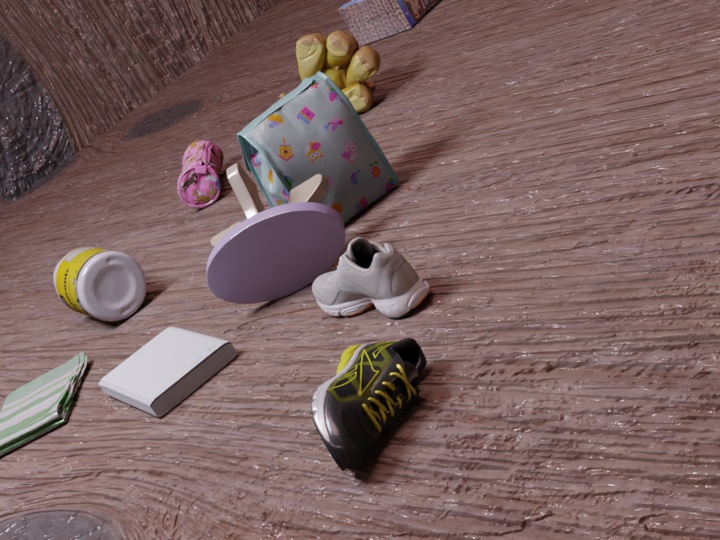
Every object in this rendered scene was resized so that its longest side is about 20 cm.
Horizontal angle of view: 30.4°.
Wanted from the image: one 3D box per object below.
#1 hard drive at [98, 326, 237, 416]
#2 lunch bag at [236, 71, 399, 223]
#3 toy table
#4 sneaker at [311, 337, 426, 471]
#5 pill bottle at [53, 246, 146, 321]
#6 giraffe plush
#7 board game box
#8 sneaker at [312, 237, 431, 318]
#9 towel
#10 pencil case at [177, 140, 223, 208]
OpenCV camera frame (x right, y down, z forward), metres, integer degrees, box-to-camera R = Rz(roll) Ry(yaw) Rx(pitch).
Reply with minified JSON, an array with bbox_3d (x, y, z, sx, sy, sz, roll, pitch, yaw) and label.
[{"bbox_3d":[-0.257,0.129,1.744,0.132,0.026,0.200,-39,20,-22],"label":"hard drive"},{"bbox_3d":[-0.070,-0.164,1.922,0.170,0.200,0.122,-39,21,-18],"label":"lunch bag"},{"bbox_3d":[-0.117,-0.049,1.785,0.200,0.184,0.117,-20,38,7],"label":"toy table"},{"bbox_3d":[0.012,0.119,1.302,0.085,0.075,0.200,-22,21,21],"label":"sneaker"},{"bbox_3d":[-0.428,0.018,2.136,0.111,0.111,0.200,-39,20,-20],"label":"pill bottle"},{"bbox_3d":[-0.044,-0.354,2.466,0.200,0.172,0.162,-61,-3,22],"label":"giraffe plush"},{"bbox_3d":[0.079,-0.595,2.898,0.159,0.097,0.200,-11,28,44],"label":"board game box"},{"bbox_3d":[0.000,0.000,1.582,0.076,0.092,0.200,-42,22,-30],"label":"sneaker"},{"bbox_3d":[-0.469,0.195,1.899,0.152,0.023,0.200,-29,20,10],"label":"towel"},{"bbox_3d":[-0.298,-0.183,2.475,0.086,0.083,0.200,-30,19,6],"label":"pencil case"}]
